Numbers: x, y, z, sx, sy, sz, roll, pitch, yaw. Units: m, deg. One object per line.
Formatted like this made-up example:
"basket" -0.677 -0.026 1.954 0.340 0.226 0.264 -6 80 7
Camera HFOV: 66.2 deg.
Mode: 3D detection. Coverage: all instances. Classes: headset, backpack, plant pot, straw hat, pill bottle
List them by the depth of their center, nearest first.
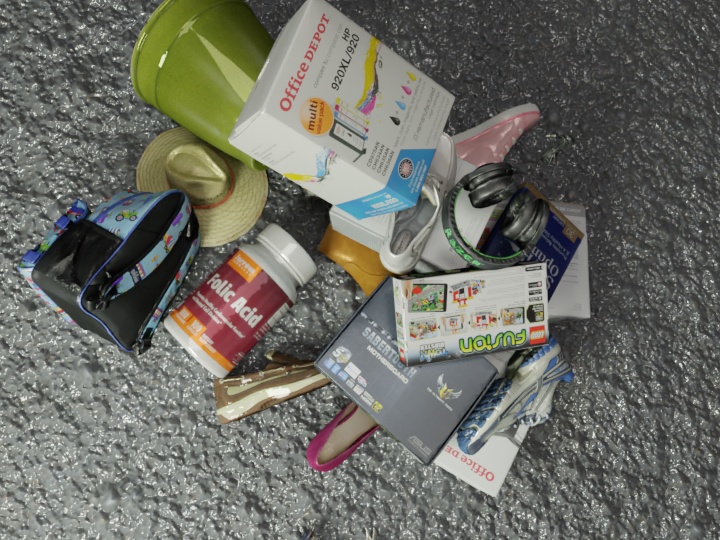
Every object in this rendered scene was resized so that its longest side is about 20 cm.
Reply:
"headset" 0.191 -0.092 0.688 0.124 0.094 0.200 45 68 1
"backpack" -0.307 -0.020 0.725 0.133 0.183 0.201 22 64 13
"plant pot" -0.170 -0.247 0.759 0.193 0.201 0.200 43 77 7
"pill bottle" -0.160 0.038 0.766 0.114 0.114 0.200 43 77 1
"straw hat" -0.234 -0.138 0.799 0.198 0.085 0.204 2 80 -8

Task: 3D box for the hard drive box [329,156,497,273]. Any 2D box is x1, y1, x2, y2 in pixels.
"hard drive box" 0.079 -0.092 0.775 0.198 0.077 0.157 28 78 7

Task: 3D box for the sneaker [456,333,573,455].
"sneaker" 0.213 0.178 0.733 0.200 0.077 0.085 -42 92 -14

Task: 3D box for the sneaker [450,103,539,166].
"sneaker" 0.209 -0.181 0.879 0.198 0.075 0.106 -25 80 -4

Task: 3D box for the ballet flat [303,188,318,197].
"ballet flat" -0.083 -0.210 0.846 0.075 0.064 0.202 -22 84 -12

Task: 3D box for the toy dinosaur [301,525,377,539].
"toy dinosaur" -0.010 0.429 0.762 0.181 0.105 0.200 38 114 -13

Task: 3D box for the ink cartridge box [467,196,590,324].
"ink cartridge box" 0.241 -0.016 0.852 0.197 0.084 0.178 6 77 -8

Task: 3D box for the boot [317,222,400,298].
"boot" 0.000 -0.001 0.827 0.142 0.071 0.203 20 75 1

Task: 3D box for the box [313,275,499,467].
"box" 0.060 0.131 0.737 0.200 0.051 0.158 42 76 5

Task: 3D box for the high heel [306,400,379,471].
"high heel" 0.006 0.201 0.772 0.199 0.096 0.068 -34 86 -12

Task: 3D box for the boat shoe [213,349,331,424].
"boat shoe" -0.111 0.145 0.777 0.200 0.075 0.076 -19 78 -11

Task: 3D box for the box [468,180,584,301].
"box" 0.225 -0.011 0.771 0.121 0.032 0.201 39 71 -11

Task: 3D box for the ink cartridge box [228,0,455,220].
"ink cartridge box" -0.025 -0.176 0.644 0.198 0.144 0.149 27 78 -24

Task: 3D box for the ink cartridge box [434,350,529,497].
"ink cartridge box" 0.167 0.195 0.804 0.144 0.084 0.201 31 77 -2

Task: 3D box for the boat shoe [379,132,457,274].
"boat shoe" 0.079 -0.095 0.701 0.070 0.069 0.202 17 77 6

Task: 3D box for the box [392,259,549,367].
"box" 0.143 0.052 0.703 0.197 0.035 0.112 -6 98 -13
